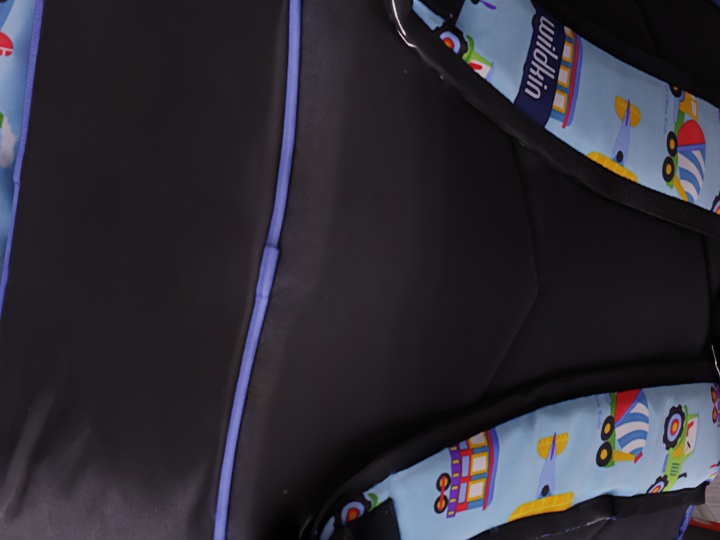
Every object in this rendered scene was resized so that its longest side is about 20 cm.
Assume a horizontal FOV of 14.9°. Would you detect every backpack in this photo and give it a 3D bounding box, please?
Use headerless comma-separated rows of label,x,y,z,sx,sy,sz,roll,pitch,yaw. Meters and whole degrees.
backpack,0.008,-0.004,0.658,0.134,0.184,0.199,8,-179,39

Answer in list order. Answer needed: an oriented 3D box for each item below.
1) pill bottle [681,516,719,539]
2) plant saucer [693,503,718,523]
pill bottle,0.074,0.131,0.895,0.199,0.117,0.116,13,166,-1
plant saucer,0.048,0.128,0.983,0.199,0.201,0.050,9,158,-3
